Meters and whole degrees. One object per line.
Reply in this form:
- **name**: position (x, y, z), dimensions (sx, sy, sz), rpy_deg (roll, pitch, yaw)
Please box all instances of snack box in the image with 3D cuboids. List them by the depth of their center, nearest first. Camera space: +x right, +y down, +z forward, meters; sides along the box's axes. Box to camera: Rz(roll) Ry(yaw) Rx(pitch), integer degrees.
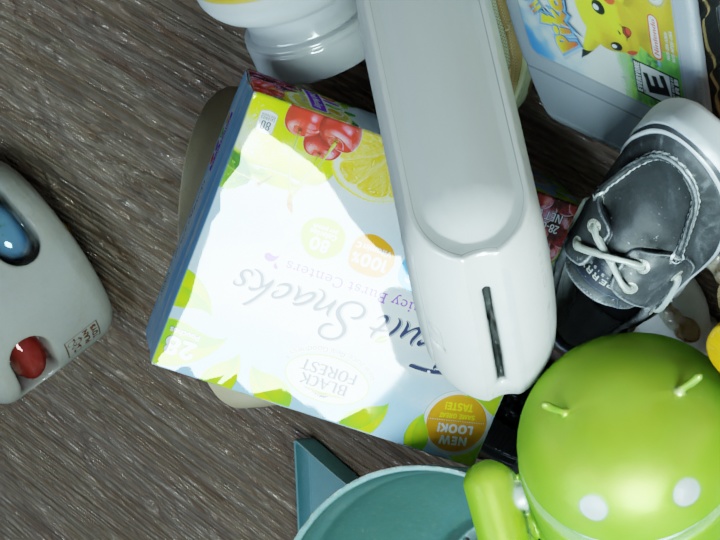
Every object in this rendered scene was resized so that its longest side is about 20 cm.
- **snack box**: position (0.000, 0.000, 1.370), dimensions (0.200, 0.169, 0.068), rpy_deg (20, -167, -12)

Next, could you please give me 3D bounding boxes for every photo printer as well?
- **photo printer**: position (0.050, -0.044, 1.203), dimensions (0.166, 0.069, 0.200), rpy_deg (76, -177, -60)

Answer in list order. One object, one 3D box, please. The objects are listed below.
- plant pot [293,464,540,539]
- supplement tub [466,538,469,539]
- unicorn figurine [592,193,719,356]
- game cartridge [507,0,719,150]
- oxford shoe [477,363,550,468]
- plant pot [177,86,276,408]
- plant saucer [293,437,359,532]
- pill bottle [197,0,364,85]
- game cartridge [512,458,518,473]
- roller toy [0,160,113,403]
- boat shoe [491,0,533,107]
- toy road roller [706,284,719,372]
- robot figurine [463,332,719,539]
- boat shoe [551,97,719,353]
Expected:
- **plant pot**: position (0.068, 0.205, 1.397), dimensions (0.200, 0.134, 0.200), rpy_deg (1, 93, 28)
- **supplement tub**: position (0.109, 0.234, 1.556), dimensions (0.145, 0.200, 0.145), rpy_deg (42, 160, 19)
- **unicorn figurine**: position (0.172, 0.032, 1.349), dimensions (0.137, 0.074, 0.200), rpy_deg (33, 142, 54)
- **game cartridge**: position (0.124, -0.134, 1.170), dimensions (0.133, 0.040, 0.200), rpy_deg (34, 151, 41)
- **oxford shoe**: position (0.090, 0.092, 1.581), dimensions (0.200, 0.073, 0.084), rpy_deg (29, 163, 44)
- **plant pot**: position (-0.013, -0.016, 1.482), dimensions (0.134, 0.200, 0.200), rpy_deg (-1, 132, 19)
- **plant saucer**: position (-0.023, 0.206, 1.977), dimensions (0.070, 0.019, 0.200), rpy_deg (39, 154, 24)
- **pill bottle**: position (-0.056, -0.207, 1.342), dimensions (0.112, 0.112, 0.200), rpy_deg (20, 141, 49)
- **game cartridge**: position (0.198, 0.138, 1.393), dimensions (0.200, 0.040, 0.133), rpy_deg (24, 160, -9)
- **roller toy**: position (-0.298, 0.007, 2.019), dimensions (0.200, 0.140, 0.182), rpy_deg (59, 165, -24)
- **boat shoe**: position (0.048, -0.145, 1.293), dimensions (0.072, 0.076, 0.200), rpy_deg (36, 151, 31)
- **toy road roller**: position (0.261, 0.066, 1.173), dimensions (0.200, 0.123, 0.146), rpy_deg (45, 159, 11)
- **robot figurine**: position (0.143, 0.107, 1.232), dimensions (0.200, 0.175, 0.116), rpy_deg (70, -172, -56)
- **boat shoe**: position (0.133, -0.013, 1.183), dimensions (0.072, 0.068, 0.200), rpy_deg (45, 157, 8)
